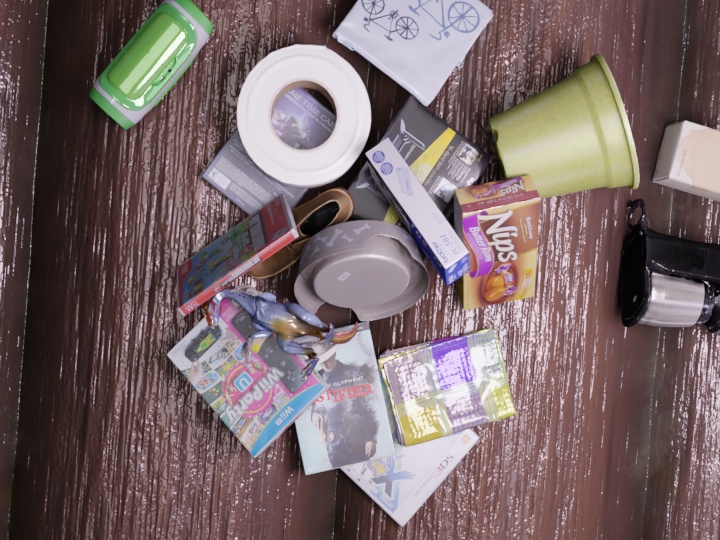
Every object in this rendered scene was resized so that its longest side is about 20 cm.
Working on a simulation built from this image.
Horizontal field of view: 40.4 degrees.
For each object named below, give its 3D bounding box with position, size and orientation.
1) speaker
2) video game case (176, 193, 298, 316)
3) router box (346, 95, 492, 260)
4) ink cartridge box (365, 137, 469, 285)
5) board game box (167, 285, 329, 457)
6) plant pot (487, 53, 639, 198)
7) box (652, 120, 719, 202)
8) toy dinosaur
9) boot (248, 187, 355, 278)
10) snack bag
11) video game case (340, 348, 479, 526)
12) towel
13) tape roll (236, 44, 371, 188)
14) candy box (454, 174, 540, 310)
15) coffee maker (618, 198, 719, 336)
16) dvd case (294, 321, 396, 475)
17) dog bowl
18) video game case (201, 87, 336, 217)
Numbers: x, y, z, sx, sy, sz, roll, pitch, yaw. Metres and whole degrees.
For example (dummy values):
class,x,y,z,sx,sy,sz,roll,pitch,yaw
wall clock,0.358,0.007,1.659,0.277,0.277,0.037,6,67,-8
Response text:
class,x,y,z,sx,sy,sz,roll,pitch,yaw
speaker,-0.306,-0.307,1.433,0.088,0.088,0.201,41,88,-4
video game case,-0.181,-0.026,1.407,0.198,0.143,0.018,-35,116,5
router box,0.080,-0.134,1.477,0.156,0.052,0.202,35,88,-4
ink cartridge box,0.081,-0.081,1.375,0.044,0.094,0.202,-33,74,-3
board game box,-0.164,0.148,1.444,0.147,0.064,0.200,-43,84,-1
plant pot,0.289,-0.189,1.437,0.181,0.200,0.204,-18,92,8
box,0.560,-0.155,1.497,0.196,0.078,0.097,14,91,-4
toy dinosaur,-0.130,0.078,1.398,0.180,0.199,0.107,31,100,23
boot,-0.101,-0.052,1.430,0.198,0.075,0.074,-35,94,18
snack bag,0.081,-0.368,1.469,0.187,0.021,0.202,35,74,-6
video game case,0.053,0.256,1.497,0.200,0.022,0.183,43,88,-3
towel,0.132,0.176,1.484,0.196,0.023,0.147,-12,86,-11
tape roll,-0.083,-0.225,1.439,0.197,0.071,0.208,0,91,-3
candy box,0.198,-0.038,1.427,0.114,0.202,0.057,-10,47,-4
coffee maker,0.504,0.001,1.469,0.195,0.135,0.197,8,90,-5
dvd case,-0.035,0.192,1.472,0.143,0.022,0.205,-12,83,2
dog bowl,0.000,0.000,1.412,0.195,0.202,0.060,-4,57,-4
video game case,-0.126,-0.178,1.480,0.142,0.019,0.201,37,87,-4
